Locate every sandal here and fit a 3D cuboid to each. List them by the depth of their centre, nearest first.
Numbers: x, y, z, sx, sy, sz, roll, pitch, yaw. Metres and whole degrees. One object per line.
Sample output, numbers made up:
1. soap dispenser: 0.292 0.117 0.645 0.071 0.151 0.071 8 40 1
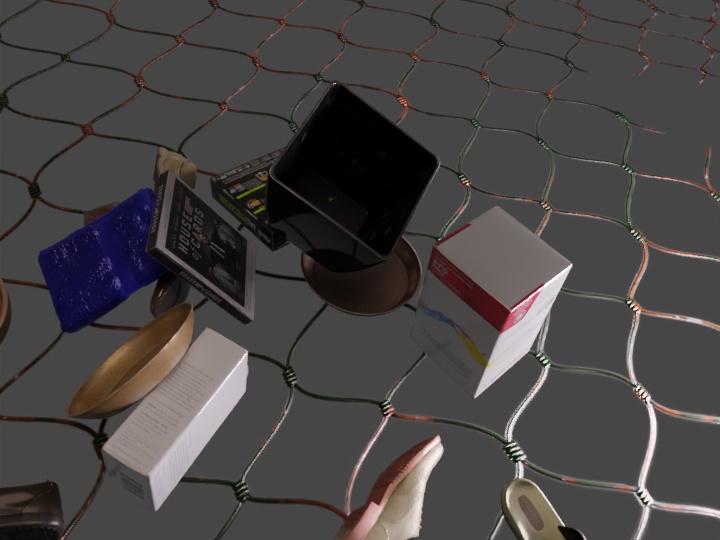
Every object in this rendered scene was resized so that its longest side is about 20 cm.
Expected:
1. sandal: 0.243 0.341 0.815 0.079 0.058 0.202 -22 57 -27

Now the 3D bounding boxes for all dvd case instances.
1. dvd case: -0.223 -0.032 0.976 0.024 0.200 0.152 -24 46 21

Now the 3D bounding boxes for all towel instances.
1. towel: -0.362 -0.020 0.959 0.198 0.050 0.149 -34 61 -1

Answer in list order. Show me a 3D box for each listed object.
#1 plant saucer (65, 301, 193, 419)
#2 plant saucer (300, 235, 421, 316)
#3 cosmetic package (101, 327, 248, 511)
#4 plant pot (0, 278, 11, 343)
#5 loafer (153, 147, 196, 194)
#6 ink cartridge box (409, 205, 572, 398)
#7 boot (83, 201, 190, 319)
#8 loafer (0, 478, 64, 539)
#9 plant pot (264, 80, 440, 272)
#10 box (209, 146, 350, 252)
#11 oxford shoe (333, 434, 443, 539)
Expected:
1. plant saucer: -0.281 0.121 0.850 0.036 0.198 0.201 52 49 -18
2. plant saucer: 0.000 0.000 1.081 0.195 0.035 0.203 6 48 -7
3. cosmetic package: -0.223 0.181 0.834 0.073 0.103 0.201 26 48 10
4. plant pot: -0.548 0.084 0.859 0.196 0.094 0.204 5 49 -6
5. loafer: -0.303 -0.150 1.100 0.067 0.077 0.201 5 29 -20
6. ink cartridge box: 0.179 0.047 0.965 0.144 0.202 0.144 -30 57 -32
7. boot: -0.347 -0.021 1.015 0.196 0.065 0.188 15 46 5
8. loafer: -0.430 0.269 0.745 0.196 0.074 0.072 7 42 -17
9. plant pot: -0.034 -0.113 0.997 0.198 0.177 0.201 35 59 -9
10. box: -0.125 -0.134 1.146 0.198 0.048 0.192 -30 53 -31
11. oxford shoe: 0.049 0.289 0.829 0.074 0.071 0.200 47 57 2
